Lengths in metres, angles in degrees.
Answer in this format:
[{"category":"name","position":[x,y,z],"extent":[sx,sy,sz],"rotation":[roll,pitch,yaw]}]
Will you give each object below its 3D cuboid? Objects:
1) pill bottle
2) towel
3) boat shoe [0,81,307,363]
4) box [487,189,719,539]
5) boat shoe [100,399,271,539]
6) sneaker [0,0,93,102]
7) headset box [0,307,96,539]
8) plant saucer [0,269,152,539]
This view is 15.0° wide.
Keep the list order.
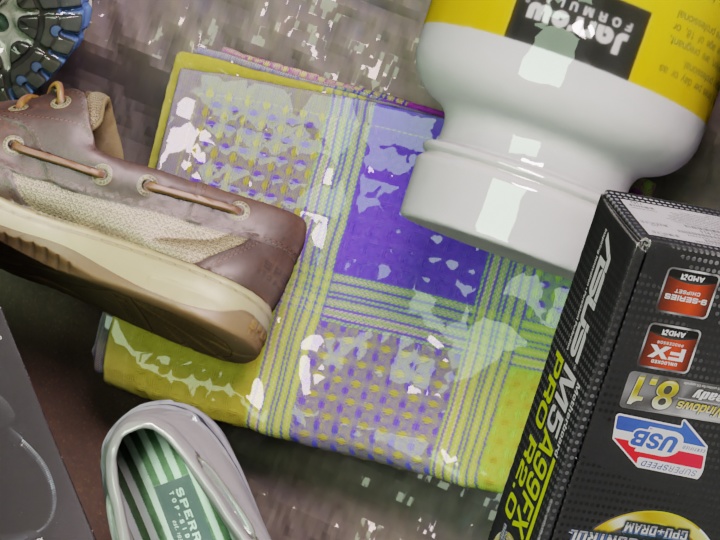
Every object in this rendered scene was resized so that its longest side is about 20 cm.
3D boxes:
[{"category":"pill bottle","position":[0.085,-0.101,0.993],"extent":[0.111,0.111,0.201],"rotation":[19,89,19]},{"category":"towel","position":[0.000,0.000,1.060],"extent":[0.199,0.023,0.144],"rotation":[16,81,16]},{"category":"boat shoe","position":[-0.115,-0.035,1.049],"extent":[0.199,0.072,0.072],"rotation":[23,76,12]},{"category":"box","position":[0.154,0.069,0.936],"extent":[0.199,0.044,0.161],"rotation":[11,110,-18]},{"category":"boat shoe","position":[-0.046,0.142,0.964],"extent":[0.073,0.067,0.201],"rotation":[-29,85,5]},{"category":"sneaker","position":[-0.175,-0.077,1.120],"extent":[0.200,0.085,0.077],"rotation":[-32,107,27]},{"category":"headset box","position":[-0.182,0.081,0.989],"extent":[0.148,0.077,0.201],"rotation":[-22,66,-9]},{"category":"plant saucer","position":[-0.153,0.077,1.128],"extent":[0.199,0.034,0.202],"rotation":[0,90,20]}]
